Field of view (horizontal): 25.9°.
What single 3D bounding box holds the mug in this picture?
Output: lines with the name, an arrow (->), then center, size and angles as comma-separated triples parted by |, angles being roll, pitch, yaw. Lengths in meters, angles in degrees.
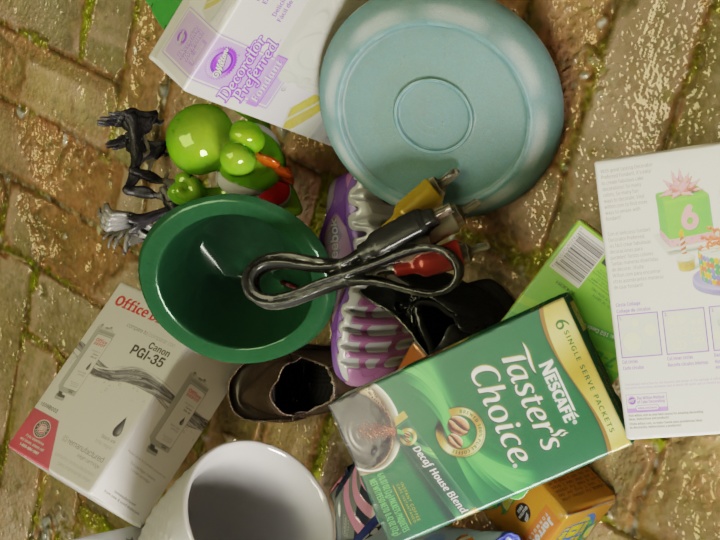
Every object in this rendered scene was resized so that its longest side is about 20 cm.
mug -> -0.132, 0.274, 1.391 | 0.175, 0.147, 0.200 | -45, 24, 47

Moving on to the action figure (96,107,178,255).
action figure -> -0.208, -0.052, 1.542 | 0.119, 0.102, 0.200 | 108, 143, -67

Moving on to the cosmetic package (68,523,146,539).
cosmetic package -> -0.198, 0.353, 1.509 | 0.123, 0.200, 0.200 | -36, 69, 39

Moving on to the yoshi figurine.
yoshi figurine -> -0.118, -0.097, 1.374 | 0.200, 0.112, 0.113 | 90, 167, -78

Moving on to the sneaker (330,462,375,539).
sneaker -> 0.007, 0.181, 1.374 | 0.082, 0.070, 0.200 | 19, 106, 41

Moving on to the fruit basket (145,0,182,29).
fruit basket -> -0.116, -0.304, 1.457 | 0.200, 0.094, 0.185 | -43, 64, 22

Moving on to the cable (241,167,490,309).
cable -> 0.007, -0.001, 1.243 | 0.200, 0.050, 0.097 | -26, 73, 15

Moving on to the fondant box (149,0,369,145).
fondant box -> -0.052, -0.192, 1.272 | 0.058, 0.200, 0.144 | 46, 109, 37

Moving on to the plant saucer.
plant saucer -> 0.060, -0.126, 1.238 | 0.200, 0.027, 0.201 | 7, 119, 13

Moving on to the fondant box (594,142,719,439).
fondant box -> 0.249, 0.012, 1.095 | 0.144, 0.058, 0.201 | -7, 90, 31

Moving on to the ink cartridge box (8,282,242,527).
ink cartridge box -> -0.224, 0.126, 1.523 | 0.146, 0.083, 0.200 | 19, 71, 43

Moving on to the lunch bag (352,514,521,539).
lunch bag -> 0.085, 0.300, 1.255 | 0.170, 0.124, 0.200 | -3, 122, 54

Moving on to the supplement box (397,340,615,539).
supplement box -> 0.110, 0.140, 1.267 | 0.200, 0.069, 0.067 | 46, 126, 28

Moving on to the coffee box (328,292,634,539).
coffee box -> 0.089, 0.110, 1.163 | 0.200, 0.044, 0.123 | -24, 87, 13

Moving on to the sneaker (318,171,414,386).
sneaker -> 0.000, 0.000, 1.359 | 0.088, 0.080, 0.201 | 0, 85, 52

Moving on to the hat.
hat -> -0.099, -0.028, 1.395 | 0.200, 0.176, 0.166 | -23, 114, 25

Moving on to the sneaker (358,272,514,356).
sneaker -> 0.096, 0.062, 1.246 | 0.200, 0.104, 0.060 | 49, 126, 31

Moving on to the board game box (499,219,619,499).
board game box -> 0.143, 0.069, 1.184 | 0.095, 0.030, 0.200 | 38, 98, 9

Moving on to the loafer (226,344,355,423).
loafer -> -0.063, 0.101, 1.436 | 0.200, 0.071, 0.073 | -17, 82, 45
